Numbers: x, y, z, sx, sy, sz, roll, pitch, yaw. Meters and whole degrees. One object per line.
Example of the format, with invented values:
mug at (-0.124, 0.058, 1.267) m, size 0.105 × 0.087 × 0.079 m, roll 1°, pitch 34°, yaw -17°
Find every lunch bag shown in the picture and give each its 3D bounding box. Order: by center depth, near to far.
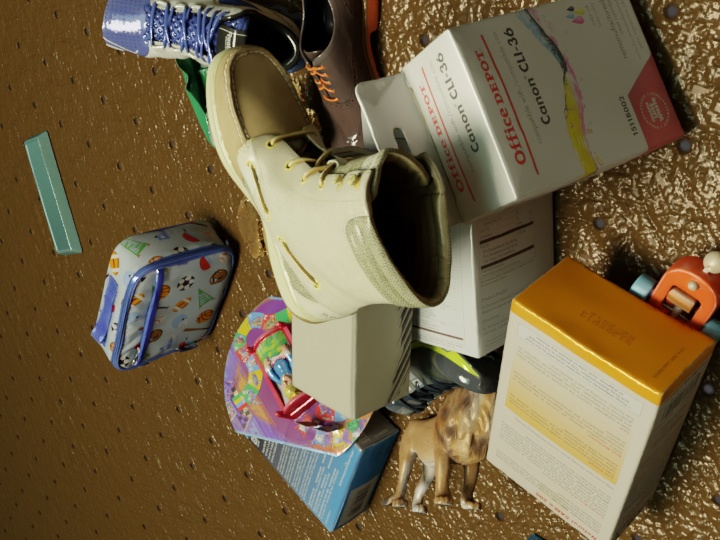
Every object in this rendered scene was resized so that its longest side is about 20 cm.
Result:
lunch bag at (-0.249, 0.037, 1.024) m, size 0.076 × 0.160 × 0.200 m, roll 45°, pitch 133°, yaw 25°

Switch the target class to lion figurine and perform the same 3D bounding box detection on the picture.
lion figurine at (0.077, 0.169, 0.800) m, size 0.200 × 0.072 × 0.123 m, roll -27°, pitch 52°, yaw 55°

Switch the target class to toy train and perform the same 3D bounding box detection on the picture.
toy train at (0.286, 0.030, 0.542) m, size 0.200 × 0.056 × 0.150 m, roll 35°, pitch 143°, yaw 26°

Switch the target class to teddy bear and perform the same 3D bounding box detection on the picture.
teddy bear at (-0.075, -0.100, 0.845) m, size 0.145 × 0.067 × 0.200 m, roll 48°, pitch 139°, yaw 44°

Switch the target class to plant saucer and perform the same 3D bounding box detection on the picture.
plant saucer at (-0.499, -0.121, 1.332) m, size 0.070 × 0.019 × 0.200 m, roll -3°, pitch 104°, yaw 47°

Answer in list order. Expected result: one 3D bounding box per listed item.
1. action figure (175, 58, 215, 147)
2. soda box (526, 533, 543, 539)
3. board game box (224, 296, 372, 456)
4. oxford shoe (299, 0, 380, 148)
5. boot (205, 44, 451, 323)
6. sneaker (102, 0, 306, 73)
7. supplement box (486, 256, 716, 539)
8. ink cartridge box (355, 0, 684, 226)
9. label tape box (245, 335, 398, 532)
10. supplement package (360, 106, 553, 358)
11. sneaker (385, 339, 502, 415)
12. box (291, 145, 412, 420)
action figure at (-0.146, -0.201, 0.875) m, size 0.055 × 0.118 × 0.200 m, roll 9°, pitch 121°, yaw 35°
soda box at (0.213, 0.325, 0.728) m, size 0.200 × 0.064 × 0.068 m, roll 27°, pitch 124°, yaw 38°
board game box at (-0.075, 0.107, 0.885) m, size 0.200 × 0.039 × 0.158 m, roll 7°, pitch 81°, yaw 28°
oxford shoe at (-0.025, -0.181, 0.762) m, size 0.071 × 0.072 × 0.200 m, roll 11°, pitch 114°, yaw 43°
boot at (-0.022, -0.065, 0.522) m, size 0.155 × 0.072 × 0.200 m, roll -11°, pitch 101°, yaw 60°
sneaker at (-0.138, -0.223, 0.757) m, size 0.115 × 0.199 × 0.081 m, roll -101°, pitch 21°, yaw -70°
supplement box at (0.176, 0.106, 0.637) m, size 0.126 × 0.073 × 0.200 m, roll 35°, pitch 144°, yaw 32°
ink cartridge box at (0.108, -0.107, 0.550) m, size 0.067 × 0.200 × 0.117 m, roll -25°, pitch 88°, yaw 63°
label tape box at (-0.061, 0.179, 0.958) m, size 0.200 × 0.066 × 0.143 m, roll 42°, pitch 131°, yaw 31°
supplement package at (0.083, -0.049, 0.675) m, size 0.114 × 0.109 × 0.200 m, roll 14°, pitch 116°, yaw 44°
sneaker at (0.060, 0.096, 0.753) m, size 0.200 × 0.074 × 0.081 m, roll 3°, pitch 76°, yaw 65°
box at (-0.006, 0.008, 0.654) m, size 0.082 × 0.068 × 0.200 m, roll 23°, pitch 120°, yaw 42°
